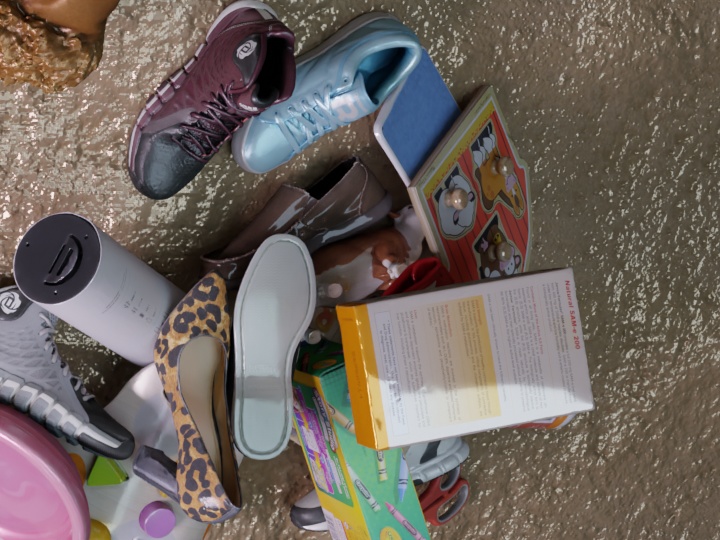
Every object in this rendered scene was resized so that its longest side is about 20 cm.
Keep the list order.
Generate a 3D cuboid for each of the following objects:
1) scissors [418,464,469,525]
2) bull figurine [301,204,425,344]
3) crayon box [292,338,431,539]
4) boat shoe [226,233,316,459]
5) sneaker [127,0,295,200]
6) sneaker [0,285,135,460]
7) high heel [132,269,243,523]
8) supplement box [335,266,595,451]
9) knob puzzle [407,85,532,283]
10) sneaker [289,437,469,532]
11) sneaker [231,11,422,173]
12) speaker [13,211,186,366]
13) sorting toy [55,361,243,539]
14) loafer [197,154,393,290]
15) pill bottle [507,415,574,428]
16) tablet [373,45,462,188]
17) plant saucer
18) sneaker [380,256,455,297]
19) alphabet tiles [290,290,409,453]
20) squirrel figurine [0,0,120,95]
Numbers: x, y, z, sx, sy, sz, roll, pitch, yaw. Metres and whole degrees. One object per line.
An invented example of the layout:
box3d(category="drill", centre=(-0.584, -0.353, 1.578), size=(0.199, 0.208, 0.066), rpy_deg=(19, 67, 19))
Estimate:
box3d(category="scissors", centre=(0.054, 0.257, 1.675), size=(0.200, 0.014, 0.073), rpy_deg=(-38, 130, -44))
box3d(category="bull figurine", centre=(0.000, 0.000, 1.534), size=(0.200, 0.121, 0.065), rpy_deg=(-23, 116, -11))
box3d(category="crayon box", centre=(-0.008, 0.171, 1.535), size=(0.058, 0.119, 0.200), rpy_deg=(-22, 103, -21))
box3d(category="boat shoe", centre=(-0.088, 0.066, 1.456), size=(0.075, 0.060, 0.201), rpy_deg=(12, 88, -18))
box3d(category="sneaker", centre=(-0.123, -0.138, 1.406), size=(0.076, 0.115, 0.200), rpy_deg=(29, 95, -34))
box3d(category="sneaker", centre=(-0.264, 0.074, 1.417), size=(0.200, 0.075, 0.116), rpy_deg=(31, 74, -8))
box3d(category="high heel", centre=(-0.119, 0.108, 1.383), size=(0.071, 0.142, 0.201), rpy_deg=(13, 95, -41))
box3d(category="supplement box", centre=(0.089, 0.074, 1.403), size=(0.199, 0.074, 0.126), rpy_deg=(-9, 91, -14))
box3d(category="knob puzzle", centre=(0.127, -0.047, 1.564), size=(0.219, 0.030, 0.220), rpy_deg=(4, 85, -55))
box3d(category="sneaker", centre=(0.010, 0.195, 1.656), size=(0.200, 0.074, 0.080), rpy_deg=(-28, 106, -19))
box3d(category="sneaker", centre=(-0.029, -0.157, 1.468), size=(0.200, 0.082, 0.074), rpy_deg=(-44, 123, -5))
box3d(category="speaker", centre=(-0.214, 0.020, 1.392), size=(0.081, 0.081, 0.200), rpy_deg=(-48, 155, -2))
box3d(category="sorting toy", centre=(-0.177, 0.169, 1.500), size=(0.200, 0.107, 0.180), rpy_deg=(20, 109, -33))
box3d(category="loafer", centre=(-0.068, -0.047, 1.509), size=(0.200, 0.073, 0.071), rpy_deg=(-29, 111, -20))
box3d(category="pill bottle", centre=(0.109, 0.096, 1.584), size=(0.199, 0.112, 0.112), rpy_deg=(4, 109, -23))
box3d(category="tablet", centre=(0.078, -0.099, 1.549), size=(0.200, 0.014, 0.130), rpy_deg=(56, 42, -32))
box3d(category="plant saucer", centre=(-0.320, 0.183, 1.422), size=(0.051, 0.200, 0.201), rpy_deg=(-61, 138, -47))
box3d(category="sneaker", centre=(0.105, 0.044, 1.474), size=(0.200, 0.078, 0.116), rpy_deg=(-8, 101, -26))
box3d(category="alphabet tiles", centre=(0.008, 0.095, 1.604), size=(0.166, 0.006, 0.200), rpy_deg=(36, 80, -22))
box3d(category="squirrel figurine", centre=(-0.284, -0.237, 1.272), size=(0.186, 0.142, 0.200), rpy_deg=(12, 102, -24))
